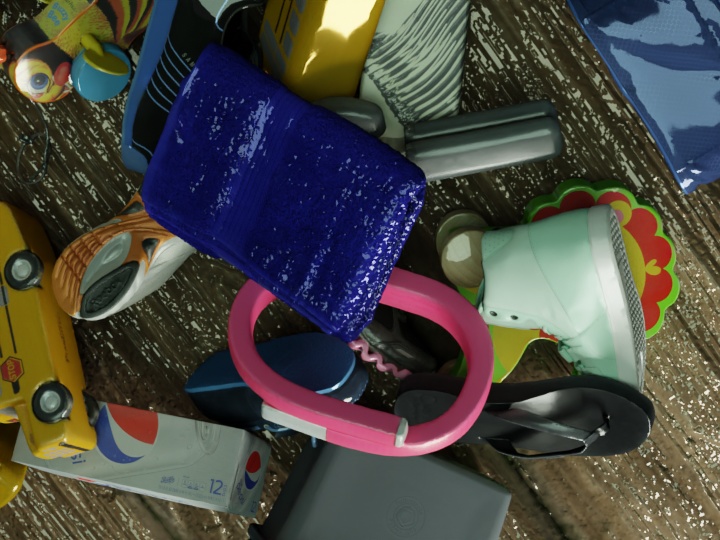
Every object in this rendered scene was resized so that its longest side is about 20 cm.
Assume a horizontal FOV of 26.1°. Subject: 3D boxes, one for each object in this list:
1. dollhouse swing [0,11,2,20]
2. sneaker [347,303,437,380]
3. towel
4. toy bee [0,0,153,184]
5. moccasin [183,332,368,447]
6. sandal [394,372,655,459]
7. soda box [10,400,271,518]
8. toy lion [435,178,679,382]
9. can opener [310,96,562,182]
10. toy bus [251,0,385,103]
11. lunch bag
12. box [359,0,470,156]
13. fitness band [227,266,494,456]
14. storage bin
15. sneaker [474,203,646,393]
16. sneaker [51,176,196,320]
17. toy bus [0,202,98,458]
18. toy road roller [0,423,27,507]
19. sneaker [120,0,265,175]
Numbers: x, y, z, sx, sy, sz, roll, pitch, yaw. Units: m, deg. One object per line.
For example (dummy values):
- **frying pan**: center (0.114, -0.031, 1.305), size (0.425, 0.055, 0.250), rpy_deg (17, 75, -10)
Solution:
- **dollhouse swing**: center (-0.372, -0.110, 1.167), size (0.174, 0.200, 0.184), rpy_deg (5, 107, 4)
- **sneaker**: center (0.000, 0.000, 1.223), size (0.095, 0.079, 0.200), rpy_deg (-43, 89, 1)
- **towel**: center (-0.061, -0.053, 1.105), size (0.199, 0.049, 0.149), rpy_deg (31, 117, 17)
- **toy bee**: center (-0.226, -0.165, 1.172), size (0.130, 0.108, 0.202), rpy_deg (20, 86, 38)
- **moccasin**: center (-0.057, 0.095, 1.232), size (0.199, 0.081, 0.068), rpy_deg (-3, 128, 52)
- **sandal**: center (0.123, 0.119, 1.174), size (0.198, 0.043, 0.077), rpy_deg (0, 132, 15)
- **soda box**: center (-0.177, 0.147, 1.255), size (0.198, 0.068, 0.064), rpy_deg (9, 77, 20)
- **toy lion**: center (0.155, 0.028, 1.228), size (0.189, 0.069, 0.202), rpy_deg (0, 107, -2)
- **can opener**: center (0.046, -0.096, 1.126), size (0.198, 0.053, 0.067), rpy_deg (-6, 126, 4)
- **toy bus**: center (-0.027, -0.190, 1.128), size (0.064, 0.079, 0.201), rpy_deg (-4, 138, -24)
- **lunch bag**: center (0.249, -0.161, 1.117), size (0.132, 0.136, 0.201), rpy_deg (-32, 101, 15)
- **box**: center (0.043, -0.190, 1.166), size (0.081, 0.068, 0.202), rpy_deg (5, 108, 3)
- **fitness band**: center (-0.001, 0.057, 1.134), size (0.198, 0.145, 0.038), rpy_deg (17, 146, 8)
- **storage bin**: center (0.020, 0.203, 1.255), size (0.199, 0.145, 0.135), rpy_deg (25, 86, -11)
- **sneaker**: center (0.151, 0.040, 1.177), size (0.117, 0.074, 0.202), rpy_deg (-6, 125, 19)
- **sneaker**: center (-0.153, -0.035, 1.222), size (0.199, 0.092, 0.076), rpy_deg (-36, 84, -4)
- **toy bus**: center (-0.268, 0.050, 1.221), size (0.078, 0.065, 0.202), rpy_deg (-18, 75, 8)
- **toy road roller**: center (-0.366, 0.157, 1.289), size (0.146, 0.123, 0.200), rpy_deg (40, 106, -18)
- **sneaker**: center (-0.126, -0.145, 1.175), size (0.077, 0.070, 0.201), rpy_deg (24, 129, 4)
